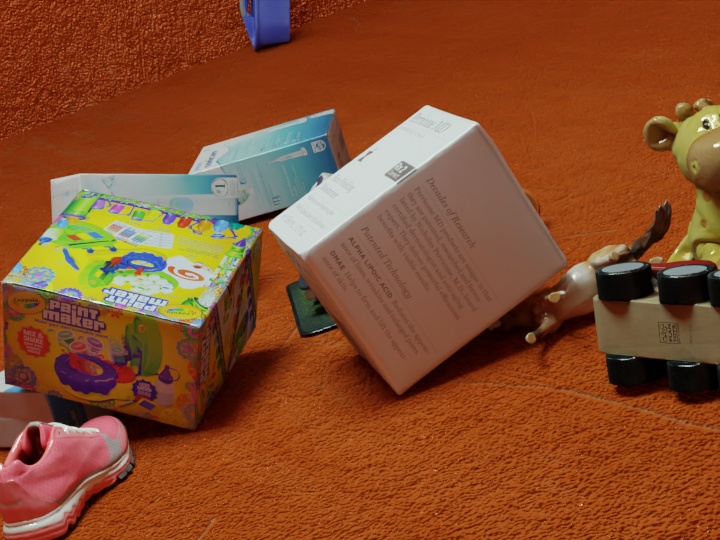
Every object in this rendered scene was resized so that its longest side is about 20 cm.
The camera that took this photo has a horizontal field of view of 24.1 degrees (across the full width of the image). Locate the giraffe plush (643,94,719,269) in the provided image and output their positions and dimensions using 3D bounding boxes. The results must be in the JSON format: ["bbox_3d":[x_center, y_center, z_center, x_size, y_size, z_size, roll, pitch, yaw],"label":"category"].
[{"bbox_3d":[0.342,-0.077,1.514,0.171,0.163,0.200,-22,18,-14],"label":"giraffe plush"}]

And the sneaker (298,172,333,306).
[{"bbox_3d":[0.000,0.000,1.779,0.199,0.130,0.079,38,19,26],"label":"sneaker"}]

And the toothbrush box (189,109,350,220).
[{"bbox_3d":[-0.122,-0.139,2.300,0.198,0.086,0.147,-15,18,7],"label":"toothbrush box"}]

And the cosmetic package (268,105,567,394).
[{"bbox_3d":[0.050,-0.024,1.563,0.200,0.165,0.165,-37,18,-5],"label":"cosmetic package"}]

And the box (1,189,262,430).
[{"bbox_3d":[-0.221,0.034,1.654,0.198,0.123,0.193,13,32,10],"label":"box"}]

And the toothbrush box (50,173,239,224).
[{"bbox_3d":[-0.239,-0.033,1.887,0.199,0.148,0.085,-1,-2,-33],"label":"toothbrush box"}]

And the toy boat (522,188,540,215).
[{"bbox_3d":[0.134,-0.072,1.839,0.130,0.132,0.200,10,14,-9],"label":"toy boat"}]

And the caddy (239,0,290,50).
[{"bbox_3d":[-0.208,-0.575,3.627,0.104,0.202,0.141,-2,16,-8],"label":"caddy"}]

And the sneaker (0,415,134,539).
[{"bbox_3d":[-0.264,0.165,1.506,0.073,0.087,0.200,-10,18,20],"label":"sneaker"}]

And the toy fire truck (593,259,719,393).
[{"bbox_3d":[0.310,0.012,1.374,0.199,0.130,0.175,-16,12,-39],"label":"toy fire truck"}]

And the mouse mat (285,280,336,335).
[{"bbox_3d":[0.001,0.018,1.842,0.160,0.008,0.200,-19,16,-2],"label":"mouse mat"}]

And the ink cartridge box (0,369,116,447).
[{"bbox_3d":[-0.286,0.108,1.742,0.115,0.067,0.200,-4,22,38],"label":"ink cartridge box"}]

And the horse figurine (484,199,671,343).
[{"bbox_3d":[0.205,0.013,1.531,0.199,0.050,0.133,-34,-2,2],"label":"horse figurine"}]
